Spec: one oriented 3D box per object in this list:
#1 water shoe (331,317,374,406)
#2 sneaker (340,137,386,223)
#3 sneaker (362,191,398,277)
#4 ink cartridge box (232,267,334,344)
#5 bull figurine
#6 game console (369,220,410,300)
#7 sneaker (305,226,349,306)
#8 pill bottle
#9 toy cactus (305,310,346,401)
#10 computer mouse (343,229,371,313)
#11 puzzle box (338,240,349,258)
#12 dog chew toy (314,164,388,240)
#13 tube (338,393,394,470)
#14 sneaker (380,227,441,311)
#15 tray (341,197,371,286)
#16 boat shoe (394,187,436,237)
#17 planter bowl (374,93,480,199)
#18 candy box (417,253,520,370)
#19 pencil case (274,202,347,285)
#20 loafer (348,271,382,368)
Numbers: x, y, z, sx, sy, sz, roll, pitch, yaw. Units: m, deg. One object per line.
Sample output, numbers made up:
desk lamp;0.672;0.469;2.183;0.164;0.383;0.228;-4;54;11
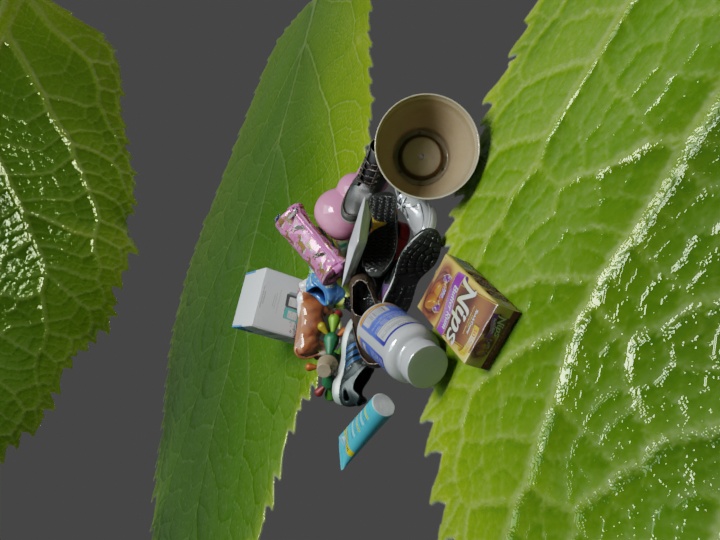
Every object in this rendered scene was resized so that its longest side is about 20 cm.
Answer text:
water shoe;0.001;0.193;1.461;0.079;0.071;0.201;1;69;32
sneaker;0.013;-0.201;1.462;0.200;0.075;0.106;-59;-15;-11
sneaker;0.050;-0.063;1.434;0.090;0.070;0.201;69;-156;-58
ink cartridge box;-0.188;0.096;1.704;0.147;0.199;0.147;-11;63;60
bull figurine;-0.105;0.116;1.623;0.065;0.121;0.201;-19;58;57
game console;0.037;-0.037;1.557;0.200;0.031;0.178;30;104;63
sneaker;-0.090;-0.006;1.587;0.076;0.105;0.201;-39;74;48
pill bottle;0.079;0.141;1.274;0.200;0.112;0.112;35;105;61
toy cactus;-0.074;0.194;1.506;0.165;0.102;0.201;-38;-37;-81
computer mouse;0.000;0.000;1.491;0.140;0.046;0.201;-134;63;-74
puzzle box;-0.071;-0.040;1.757;0.200;0.025;0.134;-19;57;58
dog chew toy;-0.013;-0.166;1.570;0.200;0.124;0.125;-48;32;9
tube;0.002;0.323;1.389;0.078;0.050;0.200;-91;26;-46
sneaker;0.090;-0.011;1.391;0.200;0.075;0.088;-61;23;21
tray;-0.007;-0.052;1.390;0.200;0.022;0.108;111;170;-62
boat shoe;0.107;-0.143;1.437;0.072;0.068;0.201;-46;36;40
planter bowl;0.126;-0.233;1.355;0.135;0.199;0.201;30;-102;-90
candy box;0.182;0.067;1.187;0.117;0.056;0.200;-63;30;15
pencil case;-0.107;-0.058;1.535;0.083;0.086;0.200;-45;71;15
loafer;0.009;0.103;1.394;0.071;0.073;0.201;-4;-100;-80
